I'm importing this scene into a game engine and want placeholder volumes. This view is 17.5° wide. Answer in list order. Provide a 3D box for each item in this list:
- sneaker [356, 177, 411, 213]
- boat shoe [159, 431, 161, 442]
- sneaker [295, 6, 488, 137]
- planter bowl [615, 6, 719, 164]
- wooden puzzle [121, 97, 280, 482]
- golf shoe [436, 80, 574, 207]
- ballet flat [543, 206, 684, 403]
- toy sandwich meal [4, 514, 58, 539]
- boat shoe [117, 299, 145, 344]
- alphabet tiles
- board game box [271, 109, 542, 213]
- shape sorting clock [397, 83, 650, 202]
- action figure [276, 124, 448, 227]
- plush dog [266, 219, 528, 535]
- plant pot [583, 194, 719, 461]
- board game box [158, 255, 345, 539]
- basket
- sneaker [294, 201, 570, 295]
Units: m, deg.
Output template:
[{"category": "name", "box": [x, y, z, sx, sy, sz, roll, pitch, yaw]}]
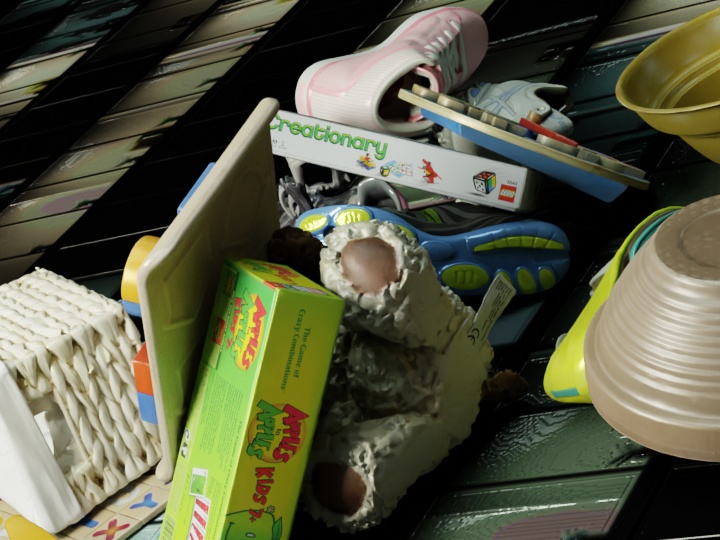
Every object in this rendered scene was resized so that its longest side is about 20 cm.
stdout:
[{"category": "sneaker", "box": [0.000, 0.000, 1.749, 0.070, 0.082, 0.200, -18, 23, 18]}, {"category": "boat shoe", "box": [-0.075, 0.086, 1.647, 0.072, 0.072, 0.200, 13, 44, 21]}, {"category": "sneaker", "box": [0.053, -0.157, 1.888, 0.200, 0.075, 0.105, -25, 26, -36]}, {"category": "planter bowl", "box": [0.297, -0.132, 1.728, 0.200, 0.083, 0.200, -22, 21, 9]}, {"category": "wooden puzzle", "box": [-0.104, 0.010, 1.525, 0.046, 0.200, 0.185, 16, 43, 16]}, {"category": "golf shoe", "box": [0.121, -0.108, 1.885, 0.097, 0.078, 0.200, -11, 26, 18]}, {"category": "ballet flat", "box": [0.173, 0.023, 1.538, 0.067, 0.067, 0.200, -25, 18, 40]}, {"category": "toy sandwich meal", "box": [-0.254, 0.224, 1.524, 0.205, 0.070, 0.205, -22, 22, 9]}, {"category": "boat shoe", "box": [-0.180, 0.054, 1.837, 0.072, 0.071, 0.200, -33, 22, -19]}, {"category": "alphabet tiles", "box": [-0.196, 0.157, 1.703, 0.166, 0.006, 0.200, -37, 24, -26]}, {"category": "board game box", "box": [0.030, -0.081, 1.731, 0.200, 0.035, 0.126, 14, 3, 8]}, {"category": "shape sorting clock", "box": [0.123, -0.100, 1.748, 0.039, 0.200, 0.200, -65, 24, 4]}, {"category": "action figure", "box": [-0.024, -0.080, 1.939, 0.200, 0.102, 0.119, -16, 24, 14]}, {"category": "plush dog", "box": [-0.001, 0.061, 1.537, 0.172, 0.200, 0.160, 11, 7, 43]}, {"category": "plant pot", "box": [0.227, 0.018, 1.383, 0.201, 0.093, 0.201, -10, 32, 6]}, {"category": "board game box", "box": [-0.070, 0.100, 1.458, 0.048, 0.200, 0.102, 10, 8, -25]}, {"category": "basket", "box": [-0.232, 0.089, 1.715, 0.123, 0.136, 0.200, -29, 21, -19]}, {"category": "sneaker", "box": [0.051, -0.013, 1.697, 0.200, 0.071, 0.083, 2, 7, -3]}]
